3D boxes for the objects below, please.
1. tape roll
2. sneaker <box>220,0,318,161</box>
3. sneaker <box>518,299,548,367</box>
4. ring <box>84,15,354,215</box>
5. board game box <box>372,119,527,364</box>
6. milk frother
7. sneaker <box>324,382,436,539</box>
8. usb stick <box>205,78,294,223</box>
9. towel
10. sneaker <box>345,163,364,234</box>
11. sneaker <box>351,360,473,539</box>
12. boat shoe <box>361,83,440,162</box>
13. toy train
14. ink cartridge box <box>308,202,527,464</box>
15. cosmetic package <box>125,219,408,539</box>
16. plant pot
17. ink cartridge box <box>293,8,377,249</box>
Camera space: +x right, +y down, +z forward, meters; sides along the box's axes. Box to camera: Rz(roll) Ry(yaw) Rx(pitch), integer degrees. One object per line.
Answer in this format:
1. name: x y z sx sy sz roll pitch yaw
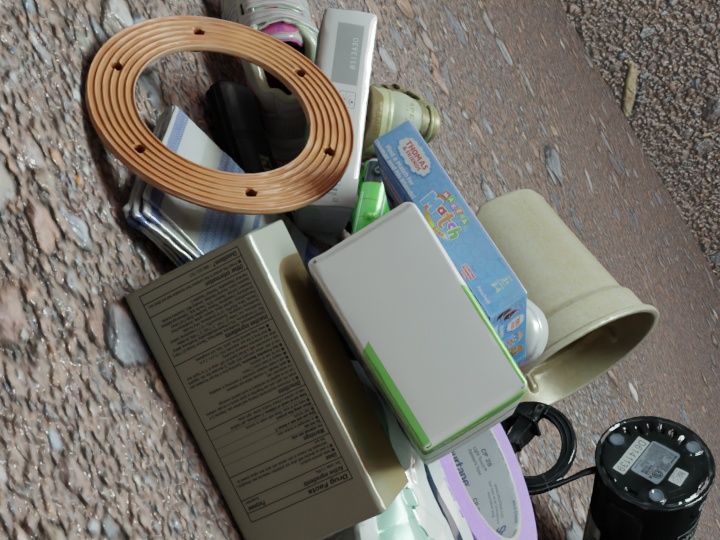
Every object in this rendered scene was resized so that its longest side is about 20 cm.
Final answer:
1. tape roll: 0.076 0.176 1.320 0.200 0.065 0.201 52 22 -31
2. sneaker: -0.070 -0.200 1.340 0.088 0.081 0.201 99 -25 -66
3. sneaker: 0.058 0.037 1.315 0.088 0.199 0.076 1 105 -63
4. ring: -0.101 -0.112 1.125 0.199 0.019 0.201 13 45 -13
5. board game box: 0.069 -0.009 1.151 0.152 0.037 0.200 57 -3 16
6. milk frother: 0.232 0.238 1.565 0.200 0.180 0.189 44 -33 35
7. sneaker: 0.024 0.184 1.119 0.118 0.074 0.201 26 45 -36
8. usb stick: -0.082 -0.064 1.257 0.055 0.033 0.201 25 43 -62
9. towel: -0.091 -0.018 1.148 0.200 0.024 0.147 46 28 -25
10. sneaker: 0.043 -0.067 1.368 0.200 0.085 0.077 25 -28 52
11. sneaker: 0.015 0.161 1.180 0.080 0.076 0.201 -30 89 -50
12. boat shoe: 0.024 -0.124 1.337 0.200 0.062 0.074 -120 -144 -80
13. toy train: 0.000 0.000 1.253 0.056 0.042 0.201 81 19 -73
14. ink cartridge box: 0.041 0.051 1.082 0.146 0.084 0.200 58 -3 10
15. cosmetic package: -0.060 0.080 1.031 0.201 0.105 0.071 65 19 -2
16. plant pot: 0.176 0.026 1.616 0.184 0.200 0.200 59 16 21
17. ink cartridge box: -0.028 -0.105 1.278 0.200 0.050 0.162 128 -31 -76
